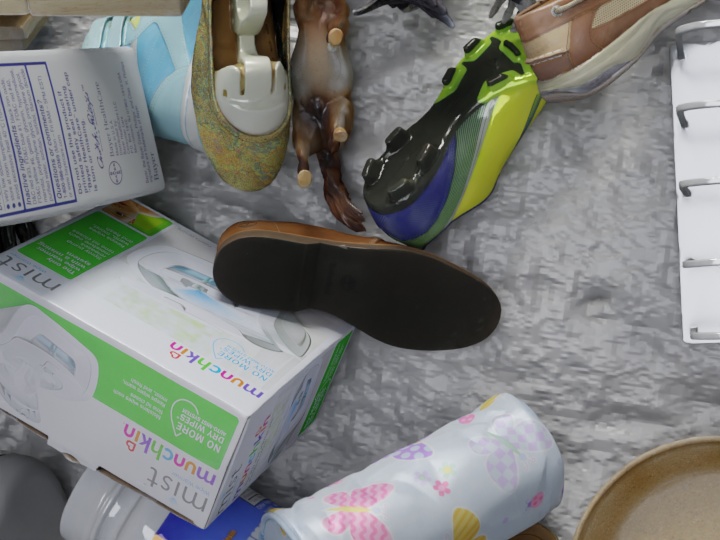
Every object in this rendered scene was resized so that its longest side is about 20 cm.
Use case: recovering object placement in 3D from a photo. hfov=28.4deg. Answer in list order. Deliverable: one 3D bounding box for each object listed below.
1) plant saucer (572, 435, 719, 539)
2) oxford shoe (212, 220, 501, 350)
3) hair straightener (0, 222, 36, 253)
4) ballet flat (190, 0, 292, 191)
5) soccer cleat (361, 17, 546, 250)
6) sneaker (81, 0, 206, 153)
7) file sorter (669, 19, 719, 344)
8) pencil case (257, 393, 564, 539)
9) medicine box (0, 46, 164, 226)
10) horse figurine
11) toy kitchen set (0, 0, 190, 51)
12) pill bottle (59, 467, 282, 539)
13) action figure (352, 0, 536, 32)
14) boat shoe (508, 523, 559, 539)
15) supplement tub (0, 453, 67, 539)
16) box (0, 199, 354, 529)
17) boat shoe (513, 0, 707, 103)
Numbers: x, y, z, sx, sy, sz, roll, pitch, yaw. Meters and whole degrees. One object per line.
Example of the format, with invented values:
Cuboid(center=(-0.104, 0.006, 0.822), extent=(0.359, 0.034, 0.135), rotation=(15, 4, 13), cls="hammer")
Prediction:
Cuboid(center=(0.237, 0.207, 0.934), extent=(0.200, 0.035, 0.201), rotation=(0, 90, 13), cls="plant saucer")
Cuboid(center=(0.000, 0.000, 0.968), extent=(0.200, 0.071, 0.071), rotation=(16, 112, -11), cls="oxford shoe")
Cuboid(center=(-0.267, -0.037, 1.051), extent=(0.077, 0.041, 0.200), rotation=(-17, 86, 13), cls="hair straightener")
Cuboid(center=(-0.073, -0.151, 0.923), extent=(0.071, 0.071, 0.200), rotation=(1, 95, 13), cls="ballet flat")
Cuboid(center=(0.084, -0.097, 0.963), extent=(0.200, 0.084, 0.065), rotation=(-45, 48, -7), cls="soccer cleat")
Cuboid(center=(-0.134, -0.187, 1.004), extent=(0.130, 0.080, 0.200), rotation=(8, 81, 23), cls="sneaker")
Cuboid(center=(0.265, -0.053, 0.883), extent=(0.139, 0.125, 0.200), rotation=(-3, 90, 14), cls="file sorter")
Cuboid(center=(0.035, 0.151, 0.913), extent=(0.200, 0.083, 0.091), rotation=(-25, 45, -25), cls="pencil case")
Cuboid(center=(-0.259, -0.074, 0.913), extent=(0.182, 0.200, 0.103), rotation=(-10, 95, 24), cls="medicine box")
Cuboid(center=(-0.024, -0.130, 0.964), extent=(0.050, 0.133, 0.200), rotation=(-2, 104, 0), cls="horse figurine")
Cuboid(center=(-0.189, -0.211, 0.975), extent=(0.180, 0.200, 0.163), rotation=(1, 124, 7), cls="toy kitchen set")
Cuboid(center=(-0.102, 0.199, 0.976), extent=(0.200, 0.112, 0.112), rotation=(29, 96, 11), cls="pill bottle")
Cuboid(center=(0.077, -0.210, 0.928), extent=(0.200, 0.102, 0.119), rotation=(-32, 59, -5), cls="action figure")
Cuboid(center=(0.087, 0.263, 0.963), extent=(0.073, 0.063, 0.200), rotation=(30, 96, 41), cls="boat shoe")
Cuboid(center=(-0.320, 0.206, 1.010), extent=(0.200, 0.145, 0.146), rotation=(-4, 89, 13), cls="supplement tub")
Cuboid(center=(-0.134, 0.054, 0.943), extent=(0.200, 0.176, 0.097), rotation=(29, 115, 12), cls="box")
Cuboid(center=(0.173, -0.186, 0.892), extent=(0.200, 0.076, 0.072), rotation=(-43, 106, -25), cls="boat shoe")
